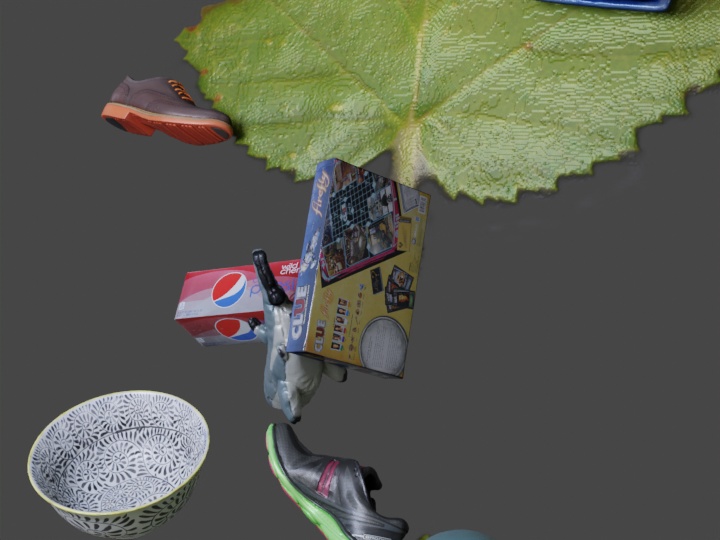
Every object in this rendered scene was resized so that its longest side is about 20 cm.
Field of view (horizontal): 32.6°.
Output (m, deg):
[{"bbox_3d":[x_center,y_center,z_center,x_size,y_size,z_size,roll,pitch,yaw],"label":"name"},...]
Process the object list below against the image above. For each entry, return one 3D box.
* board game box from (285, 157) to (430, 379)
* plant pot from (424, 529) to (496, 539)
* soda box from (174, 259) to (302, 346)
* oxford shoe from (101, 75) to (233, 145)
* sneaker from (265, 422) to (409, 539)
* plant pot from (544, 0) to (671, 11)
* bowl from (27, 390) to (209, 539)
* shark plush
[{"bbox_3d":[0.000,0.000,1.284,0.034,0.134,0.203,-6,71,52],"label":"board game box"},{"bbox_3d":[0.093,0.321,1.131,0.198,0.201,0.135,-25,30,19],"label":"plant pot"},{"bbox_3d":[-0.103,0.035,1.359,0.197,0.070,0.064,-6,55,25],"label":"soda box"},{"bbox_3d":[-0.232,-0.202,1.504,0.198,0.071,0.073,14,77,30],"label":"oxford shoe"},{"bbox_3d":[-0.025,0.227,1.278,0.084,0.077,0.200,-42,63,-9],"label":"sneaker"},{"bbox_3d":[0.234,-0.372,1.233,0.198,0.179,0.203,13,82,30],"label":"plant pot"},{"bbox_3d":[-0.258,0.232,1.359,0.198,0.095,0.202,-4,32,2],"label":"bowl"},{"bbox_3d":[-0.092,0.075,1.288,0.083,0.201,0.091,17,54,39],"label":"shark plush"}]
